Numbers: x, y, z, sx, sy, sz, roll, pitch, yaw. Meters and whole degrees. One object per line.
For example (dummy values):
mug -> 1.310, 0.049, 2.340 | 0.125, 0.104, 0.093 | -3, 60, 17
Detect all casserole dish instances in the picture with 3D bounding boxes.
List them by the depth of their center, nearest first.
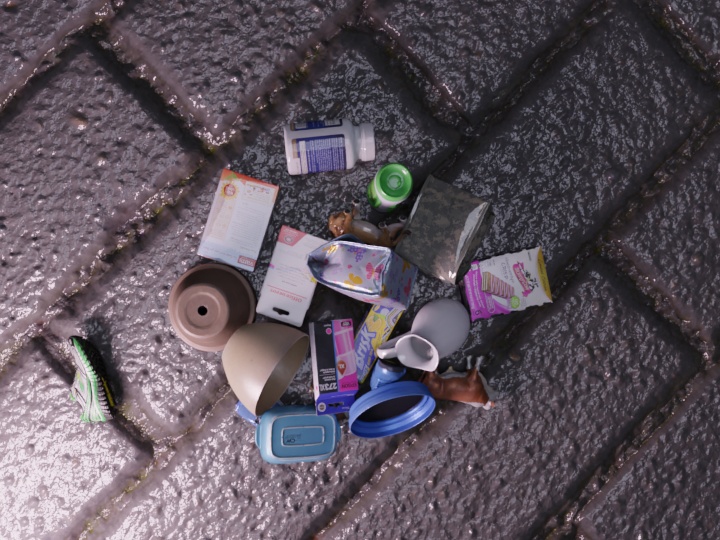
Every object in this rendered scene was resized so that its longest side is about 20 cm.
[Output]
casserole dish -> -0.129, 0.356, 1.485 | 0.197, 0.039, 0.124 | 2, 84, -22

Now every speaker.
speaker -> 0.062, -0.179, 1.496 | 0.087, 0.200, 0.090 | 0, 88, -5

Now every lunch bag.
lunch bag -> 0.000, 0.000, 1.473 | 0.197, 0.169, 0.129 | 10, 81, 29
lunch bag -> 0.186, -0.081, 1.530 | 0.162, 0.118, 0.202 | 27, 85, 21

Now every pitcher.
pitcher -> 0.142, 0.142, 1.520 | 0.169, 0.199, 0.123 | -3, 110, 36

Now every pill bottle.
pill bottle -> -0.069, -0.279, 1.533 | 0.196, 0.111, 0.113 | -6, 90, -4

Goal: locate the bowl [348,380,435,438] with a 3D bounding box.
bowl -> 0.067, 0.307, 1.512 | 0.197, 0.202, 0.040 | -16, 55, -4

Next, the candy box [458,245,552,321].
candy box -> 0.330, 0.030, 1.587 | 0.196, 0.061, 0.139 | -14, 90, -5

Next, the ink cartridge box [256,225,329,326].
ink cartridge box -> -0.154, 0.014, 1.549 | 0.115, 0.067, 0.203 | 19, 87, -4

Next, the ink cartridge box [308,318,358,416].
ink cartridge box -> -0.057, 0.210, 1.494 | 0.093, 0.037, 0.204 | -3, 87, -23

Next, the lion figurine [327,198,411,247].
lion figurine -> 0.016, -0.087, 1.519 | 0.198, 0.123, 0.073 | 26, 54, 13

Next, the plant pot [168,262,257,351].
plant pot -> -0.327, 0.084, 1.483 | 0.196, 0.175, 0.204 | 0, 91, -5

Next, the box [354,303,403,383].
box -> 0.023, 0.150, 1.563 | 0.069, 0.064, 0.202 | 30, 89, -3

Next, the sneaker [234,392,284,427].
sneaker -> -0.190, 0.340, 1.528 | 0.198, 0.089, 0.079 | 27, 103, -3

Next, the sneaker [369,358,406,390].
sneaker -> 0.056, 0.236, 1.496 | 0.065, 0.200, 0.080 | 19, 81, 0

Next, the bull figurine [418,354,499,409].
bull figurine -> 0.230, 0.254, 1.578 | 0.196, 0.065, 0.124 | 5, 86, -6

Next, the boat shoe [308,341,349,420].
boat shoe -> -0.083, 0.250, 1.552 | 0.074, 0.075, 0.205 | -24, 92, 2

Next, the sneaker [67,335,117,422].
sneaker -> -0.609, 0.241, 1.510 | 0.084, 0.078, 0.203 | -17, 92, -3

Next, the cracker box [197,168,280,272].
cracker box -> -0.272, -0.111, 1.545 | 0.132, 0.058, 0.203 | 18, 88, -3

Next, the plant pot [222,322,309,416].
plant pot -> -0.220, 0.192, 1.480 | 0.133, 0.200, 0.202 | 30, 88, 13
